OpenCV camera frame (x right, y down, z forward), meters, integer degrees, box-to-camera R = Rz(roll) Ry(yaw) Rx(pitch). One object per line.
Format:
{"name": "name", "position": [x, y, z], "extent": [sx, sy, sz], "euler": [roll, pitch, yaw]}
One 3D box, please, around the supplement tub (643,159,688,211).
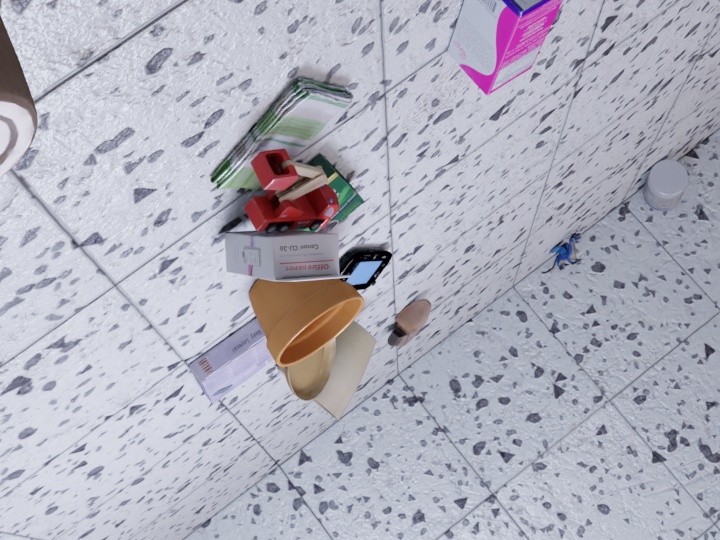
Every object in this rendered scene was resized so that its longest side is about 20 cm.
{"name": "supplement tub", "position": [1.039, -0.288, 3.534], "extent": [0.132, 0.132, 0.200], "euler": [-38, 164, -2]}

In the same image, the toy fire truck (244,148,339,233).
{"name": "toy fire truck", "position": [-0.094, -0.114, 1.505], "extent": [0.200, 0.049, 0.141], "euler": [-6, 150, -46]}

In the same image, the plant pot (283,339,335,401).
{"name": "plant pot", "position": [-0.114, 0.183, 2.258], "extent": [0.200, 0.027, 0.201], "euler": [-20, 113, -59]}

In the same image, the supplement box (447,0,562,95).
{"name": "supplement box", "position": [0.213, -0.369, 1.530], "extent": [0.103, 0.101, 0.200], "euler": [-33, 164, -22]}

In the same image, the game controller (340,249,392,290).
{"name": "game controller", "position": [0.000, 0.000, 2.176], "extent": [0.104, 0.042, 0.200], "euler": [-45, 164, 20]}

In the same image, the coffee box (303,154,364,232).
{"name": "coffee box", "position": [-0.072, -0.113, 1.701], "extent": [0.123, 0.044, 0.200], "euler": [-39, 164, 3]}

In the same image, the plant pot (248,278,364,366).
{"name": "plant pot", "position": [-0.113, 0.063, 1.918], "extent": [0.200, 0.140, 0.200], "euler": [-35, 163, -13]}

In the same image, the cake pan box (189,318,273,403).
{"name": "cake pan box", "position": [-0.244, 0.177, 2.106], "extent": [0.200, 0.052, 0.184], "euler": [-36, 166, -11]}

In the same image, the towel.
{"name": "towel", "position": [-0.106, -0.183, 1.459], "extent": [0.200, 0.031, 0.149], "euler": [-45, 162, 21]}

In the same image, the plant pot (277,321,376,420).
{"name": "plant pot", "position": [-0.060, 0.213, 2.423], "extent": [0.200, 0.187, 0.187], "euler": [-50, 166, -9]}

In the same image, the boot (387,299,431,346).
{"name": "boot", "position": [0.151, 0.135, 2.858], "extent": [0.200, 0.070, 0.146], "euler": [-46, 169, 28]}

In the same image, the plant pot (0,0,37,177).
{"name": "plant pot", "position": [-0.336, -0.152, 0.775], "extent": [0.200, 0.175, 0.200], "euler": [-35, 163, -13]}

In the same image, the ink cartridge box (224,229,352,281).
{"name": "ink cartridge box", "position": [-0.110, -0.025, 1.571], "extent": [0.116, 0.068, 0.200], "euler": [-5, -172, -34]}

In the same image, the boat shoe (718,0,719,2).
{"name": "boat shoe", "position": [0.809, -0.614, 2.250], "extent": [0.074, 0.065, 0.202], "euler": [-48, 162, 29]}

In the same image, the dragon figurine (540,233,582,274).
{"name": "dragon figurine", "position": [0.679, -0.058, 3.492], "extent": [0.059, 0.100, 0.200], "euler": [-26, 179, -42]}
